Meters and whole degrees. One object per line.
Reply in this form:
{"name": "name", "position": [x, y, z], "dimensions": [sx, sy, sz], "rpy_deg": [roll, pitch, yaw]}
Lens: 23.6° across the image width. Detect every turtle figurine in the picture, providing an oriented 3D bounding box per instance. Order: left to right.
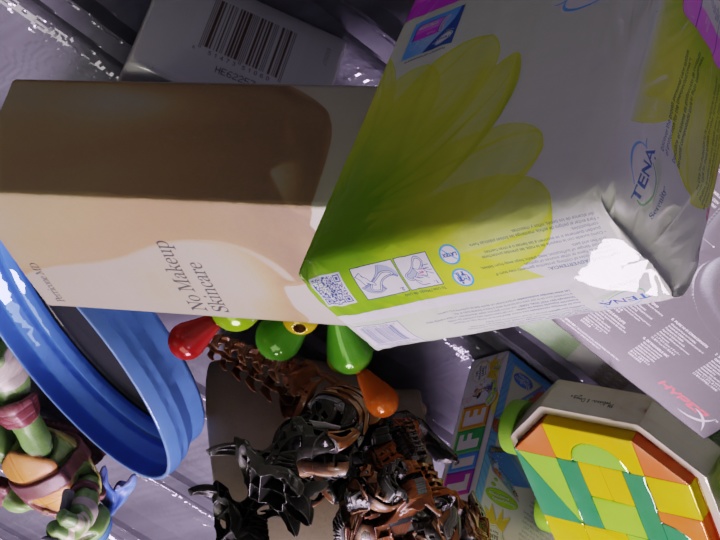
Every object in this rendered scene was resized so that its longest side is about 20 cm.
{"name": "turtle figurine", "position": [-0.263, 0.157, 1.240], "dimensions": [0.144, 0.200, 0.194], "rpy_deg": [24, 143, 61]}

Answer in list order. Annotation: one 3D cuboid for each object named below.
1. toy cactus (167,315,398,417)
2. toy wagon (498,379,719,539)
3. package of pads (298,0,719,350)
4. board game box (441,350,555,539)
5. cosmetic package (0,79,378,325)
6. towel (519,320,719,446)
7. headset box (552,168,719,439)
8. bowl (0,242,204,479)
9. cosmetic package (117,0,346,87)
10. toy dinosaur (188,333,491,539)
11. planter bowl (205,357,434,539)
{"name": "toy cactus", "position": [0.000, 0.000, 0.920], "dimensions": [0.165, 0.102, 0.200], "rpy_deg": [-46, 150, 25]}
{"name": "toy wagon", "position": [0.166, 0.145, 0.988], "dimensions": [0.155, 0.040, 0.200], "rpy_deg": [9, 136, 39]}
{"name": "package of pads", "position": [0.077, -0.066, 0.707], "dimensions": [0.154, 0.200, 0.068], "rpy_deg": [-12, 133, 38]}
{"name": "board game box", "position": [0.133, 0.160, 1.090], "dimensions": [0.200, 0.135, 0.034], "rpy_deg": [38, 142, -29]}
{"name": "cosmetic package", "position": [-0.070, -0.032, 0.817], "dimensions": [0.199, 0.071, 0.105], "rpy_deg": [2, 147, 21]}
{"name": "towel", "position": [0.189, 0.044, 0.914], "dimensions": [0.200, 0.031, 0.149], "rpy_deg": [35, 135, 3]}
{"name": "headset box", "position": [0.180, -0.033, 0.780], "dimensions": [0.149, 0.077, 0.200], "rpy_deg": [36, 125, -22]}
{"name": "bowl", "position": [-0.171, 0.040, 1.062], "dimensions": [0.200, 0.039, 0.201], "rpy_deg": [39, 154, 23]}
{"name": "cosmetic package", "position": [-0.091, -0.064, 0.913], "dimensions": [0.101, 0.074, 0.200], "rpy_deg": [23, 146, -9]}
{"name": "toy dinosaur", "position": [-0.020, 0.112, 0.990], "dimensions": [0.200, 0.136, 0.102], "rpy_deg": [26, 134, 32]}
{"name": "planter bowl", "position": [-0.015, 0.145, 1.108], "dimensions": [0.134, 0.201, 0.200], "rpy_deg": [-11, 145, 1]}
